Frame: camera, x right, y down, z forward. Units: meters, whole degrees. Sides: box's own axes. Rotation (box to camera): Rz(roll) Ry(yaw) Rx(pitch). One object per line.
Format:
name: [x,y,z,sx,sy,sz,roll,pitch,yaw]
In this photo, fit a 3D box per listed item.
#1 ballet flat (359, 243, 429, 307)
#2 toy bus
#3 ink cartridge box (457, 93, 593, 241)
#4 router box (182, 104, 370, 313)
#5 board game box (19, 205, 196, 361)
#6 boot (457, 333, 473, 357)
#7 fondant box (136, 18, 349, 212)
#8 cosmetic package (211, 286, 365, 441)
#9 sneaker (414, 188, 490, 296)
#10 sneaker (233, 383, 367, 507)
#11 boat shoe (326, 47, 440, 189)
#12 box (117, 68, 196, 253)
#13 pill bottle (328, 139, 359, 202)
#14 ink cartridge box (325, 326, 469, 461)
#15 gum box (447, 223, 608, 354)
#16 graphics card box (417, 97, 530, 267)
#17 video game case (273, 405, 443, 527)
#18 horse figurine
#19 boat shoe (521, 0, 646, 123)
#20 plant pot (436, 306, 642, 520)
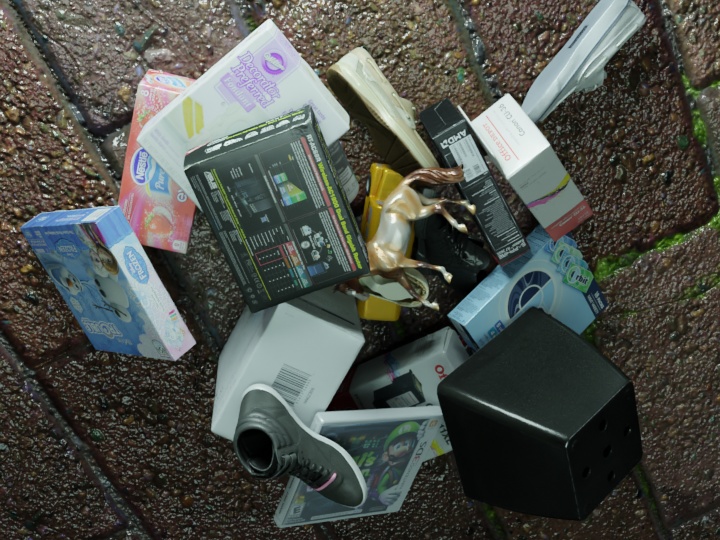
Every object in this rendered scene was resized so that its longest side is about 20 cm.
ballet flat: [0.000,0.000,1.131,0.199,0.070,0.070,19,109,-18]
toy bus: [0.033,-0.039,1.202,0.065,0.078,0.201,5,111,-10]
ink cartridge box: [0.208,-0.138,1.125,0.067,0.117,0.200,-37,138,11]
router box: [-0.090,-0.067,1.005,0.149,0.062,0.201,-18,118,6]
board game box: [-0.322,0.018,1.129,0.043,0.199,0.200,-44,119,-36]
boot: [0.203,0.149,1.308,0.199,0.072,0.145,-2,111,-3]
fondant box: [-0.133,-0.164,1.022,0.200,0.058,0.144,-37,111,13]
cosmetic package: [-0.100,0.104,1.178,0.122,0.200,0.200,25,107,-14]
sneaker: [0.128,-0.033,1.194,0.104,0.060,0.200,13,148,11]
sneaker: [-0.076,0.231,1.052,0.200,0.099,0.071,45,113,-8]
boat shoe: [0.043,-0.193,1.132,0.065,0.072,0.200,-43,96,-21]
box: [-0.242,-0.137,1.115,0.094,0.103,0.201,12,111,-11]
pill bottle: [-0.089,-0.166,1.116,0.113,0.113,0.201,-24,114,3]
ink cartridge box: [0.070,0.190,1.263,0.199,0.083,0.146,-26,103,20]
gum box: [0.236,0.054,1.236,0.200,0.045,0.170,-44,124,-9]
graphics card box: [0.147,-0.117,1.159,0.051,0.126,0.200,-29,113,8]
video game case: [0.000,0.259,1.180,0.199,0.023,0.183,3,121,-34]
horse figurine: [0.061,-0.044,1.089,0.132,0.050,0.201,21,90,4]
boat shoe: [0.288,-0.262,1.147,0.065,0.074,0.200,36,105,-15]
plant pot: [0.242,0.198,1.140,0.200,0.177,0.200,-34,123,-27]
